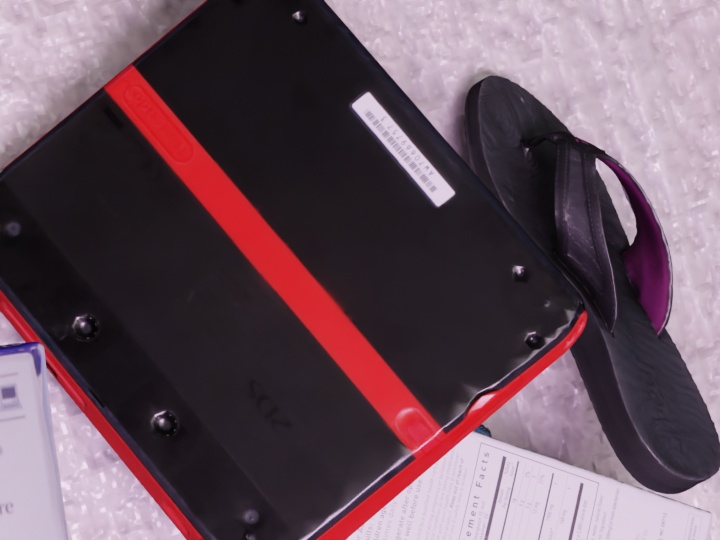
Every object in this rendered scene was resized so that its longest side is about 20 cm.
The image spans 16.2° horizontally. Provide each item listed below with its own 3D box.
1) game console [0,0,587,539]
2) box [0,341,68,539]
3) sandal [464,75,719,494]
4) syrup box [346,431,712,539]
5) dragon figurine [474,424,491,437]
[{"bbox_3d":[-0.038,0.001,0.987,0.177,0.031,0.200,-39,80,-8],"label":"game console"},{"bbox_3d":[-0.217,0.090,0.845,0.183,0.200,0.105,-8,89,-30],"label":"box"},{"bbox_3d":[0.110,-0.003,1.092,0.075,0.048,0.201,-8,66,-51],"label":"sandal"},{"bbox_3d":[0.042,0.112,1.061,0.199,0.079,0.082,19,77,-27],"label":"syrup box"},{"bbox_3d":[0.000,0.000,1.057,0.200,0.059,0.100,27,74,-24],"label":"dragon figurine"}]
